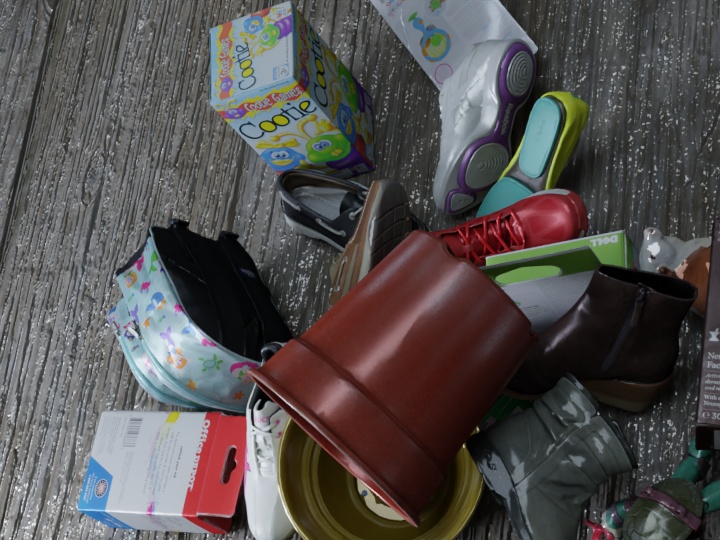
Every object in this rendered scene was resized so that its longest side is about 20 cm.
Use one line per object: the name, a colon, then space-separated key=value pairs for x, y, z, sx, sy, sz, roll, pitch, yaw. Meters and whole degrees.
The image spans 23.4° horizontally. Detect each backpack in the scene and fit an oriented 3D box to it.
backpack: x=-0.163 y=0.064 z=1.845 sx=0.151 sy=0.177 sz=0.200 roll=-54 pitch=48 yaw=18

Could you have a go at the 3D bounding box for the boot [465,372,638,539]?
boot: x=0.189 y=0.195 z=1.518 sx=0.130 sy=0.068 sz=0.201 roll=-29 pitch=71 yaw=1

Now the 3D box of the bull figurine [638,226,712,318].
bull figurine: x=0.357 y=0.014 z=1.632 sx=0.121 sy=0.065 sz=0.200 roll=-45 pitch=72 yaw=0

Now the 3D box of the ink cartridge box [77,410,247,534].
ink cartridge box: x=-0.192 y=0.214 z=1.845 sx=0.199 sy=0.067 sz=0.117 roll=-1 pitch=64 yaw=29

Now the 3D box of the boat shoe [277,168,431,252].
boat shoe: x=-0.009 y=-0.063 z=1.894 sx=0.199 sy=0.060 sz=0.074 roll=23 pitch=60 yaw=36

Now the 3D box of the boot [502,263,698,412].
boot: x=0.201 y=0.050 z=1.619 sx=0.199 sy=0.167 sz=0.073 roll=12 pitch=44 yaw=2

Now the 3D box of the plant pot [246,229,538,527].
plant pot: x=0.039 y=0.084 z=1.517 sx=0.195 sy=0.201 sz=0.201 roll=-47 pitch=52 yaw=-8

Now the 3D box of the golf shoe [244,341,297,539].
golf shoe: x=-0.088 y=0.168 z=1.709 sx=0.072 sy=0.092 sz=0.201 roll=-6 pitch=66 yaw=28

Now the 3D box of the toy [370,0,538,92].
toy: x=0.108 y=-0.276 z=1.950 sx=0.115 sy=0.047 sz=0.200 roll=-44 pitch=69 yaw=19

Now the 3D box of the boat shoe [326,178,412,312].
boat shoe: x=0.000 y=0.000 z=1.819 sx=0.071 sy=0.076 sz=0.201 roll=7 pitch=81 yaw=36

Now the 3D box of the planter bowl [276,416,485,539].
planter bowl: x=0.027 y=0.187 z=1.633 sx=0.199 sy=0.083 sz=0.202 roll=-4 pitch=73 yaw=13

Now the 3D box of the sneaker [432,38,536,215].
sneaker: x=0.121 y=-0.155 z=1.872 sx=0.099 sy=0.075 sz=0.201 roll=17 pitch=83 yaw=50

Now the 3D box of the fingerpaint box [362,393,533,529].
fingerpaint box: x=0.048 y=0.153 z=1.740 sx=0.200 sy=0.073 sz=0.167 roll=-47 pitch=52 yaw=-2

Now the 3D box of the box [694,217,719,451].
box: x=0.353 y=0.059 z=1.538 sx=0.099 sy=0.075 sz=0.201 roll=4 pitch=66 yaw=13

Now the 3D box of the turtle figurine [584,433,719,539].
turtle figurine: x=0.285 y=0.229 z=1.555 sx=0.150 sy=0.101 sz=0.200 roll=36 pitch=77 yaw=32

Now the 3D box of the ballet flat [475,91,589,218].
ballet flat: x=0.182 y=-0.095 z=1.797 sx=0.067 sy=0.067 sz=0.201 roll=42 pitch=122 yaw=31

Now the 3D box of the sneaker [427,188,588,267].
sneaker: x=0.125 y=-0.023 z=1.737 sx=0.200 sy=0.115 sz=0.079 roll=-26 pitch=82 yaw=43

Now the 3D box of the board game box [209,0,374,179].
board game box: x=-0.073 y=-0.188 z=1.916 sx=0.102 sy=0.200 sz=0.105 roll=-16 pitch=58 yaw=21

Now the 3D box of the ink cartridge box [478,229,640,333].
ink cartridge box: x=0.186 y=0.005 z=1.664 sx=0.147 sy=0.200 sz=0.076 roll=-11 pitch=59 yaw=23
